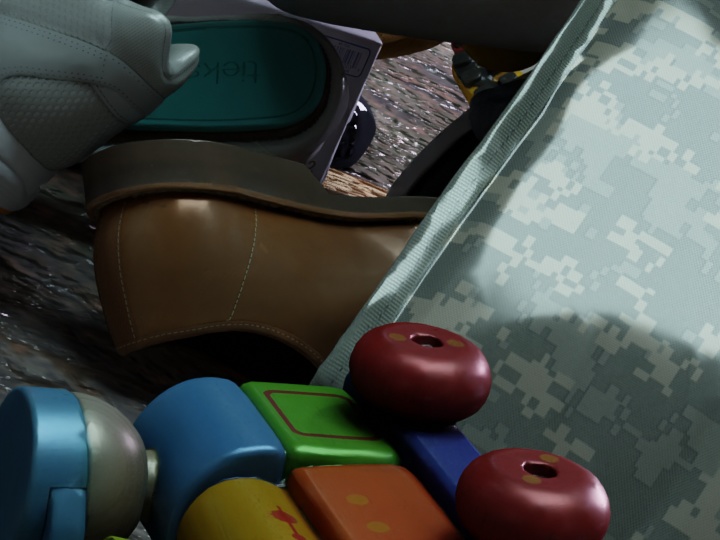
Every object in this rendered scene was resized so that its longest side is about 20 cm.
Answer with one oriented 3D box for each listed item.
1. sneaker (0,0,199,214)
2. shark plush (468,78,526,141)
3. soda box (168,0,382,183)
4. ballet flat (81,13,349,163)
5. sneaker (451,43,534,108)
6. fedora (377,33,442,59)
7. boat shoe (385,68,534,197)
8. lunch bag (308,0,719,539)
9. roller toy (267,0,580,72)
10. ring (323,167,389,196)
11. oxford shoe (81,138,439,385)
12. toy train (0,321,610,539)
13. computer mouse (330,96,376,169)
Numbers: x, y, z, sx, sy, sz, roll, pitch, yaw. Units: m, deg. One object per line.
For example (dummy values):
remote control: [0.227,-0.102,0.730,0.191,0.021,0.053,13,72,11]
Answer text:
sneaker: [-0.092,-0.110,0.902,0.076,0.092,0.200,50,21,-50]
shark plush: [0.112,-0.032,0.912,0.083,0.091,0.200,43,-12,-22]
soda box: [-0.097,-0.095,1.043,0.199,0.064,0.068,16,22,-23]
ballet flat: [-0.102,-0.059,0.975,0.199,0.070,0.069,6,13,6]
sneaker: [0.106,-0.023,1.138,0.078,0.082,0.200,-25,50,-8]
fedora: [-0.015,-0.123,1.160,0.200,0.082,0.201,-9,0,0]
boat shoe: [0.096,-0.041,1.040,0.200,0.076,0.060,-28,62,-26]
lunch bag: [0.086,0.031,0.801,0.164,0.118,0.200,33,49,6]
roller toy: [0.056,-0.135,0.965,0.199,0.140,0.182,11,11,32]
ring: [0.000,0.000,1.023,0.200,0.019,0.200,22,14,-6]
oxford shoe: [0.002,0.013,0.893,0.199,0.072,0.071,8,-19,-34]
toy train: [-0.007,0.080,0.619,0.115,0.085,0.200,5,21,-22]
computer mouse: [-0.060,-0.068,1.144,0.059,0.034,0.200,32,18,31]
